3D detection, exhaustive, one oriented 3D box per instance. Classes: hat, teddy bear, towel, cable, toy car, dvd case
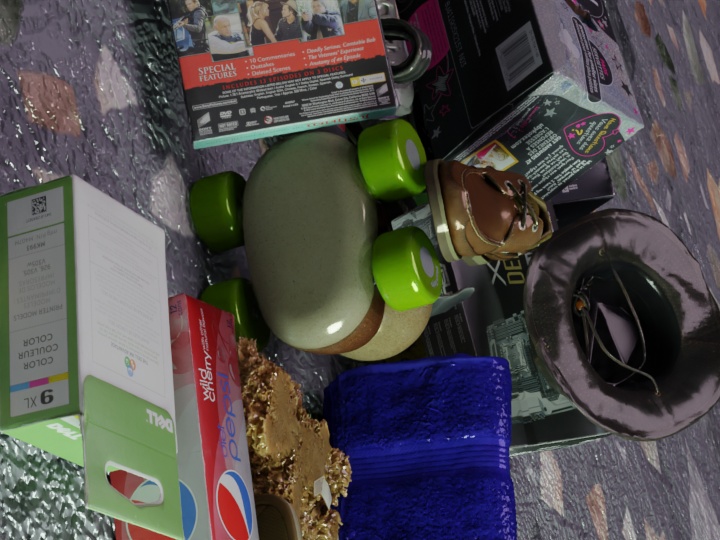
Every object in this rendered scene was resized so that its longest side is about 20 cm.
[{"bbox_3d":[0.190,0.053,1.600,0.200,0.081,0.201,15,60,-27],"label":"hat"},{"bbox_3d":[-0.060,0.132,1.403,0.200,0.067,0.145,44,46,-64],"label":"teddy bear"},{"bbox_3d":[0.038,0.157,1.488,0.050,0.148,0.200,49,35,-55],"label":"towel"},{"bbox_3d":[-0.023,-0.198,1.603,0.050,0.097,0.200,33,15,-44],"label":"cable"},{"bbox_3d":[0.000,0.000,1.476,0.200,0.164,0.158,32,46,-58],"label":"toy car"},{"bbox_3d":[-0.063,-0.191,1.434,0.022,0.146,0.200,102,-24,-75],"label":"dvd case"}]

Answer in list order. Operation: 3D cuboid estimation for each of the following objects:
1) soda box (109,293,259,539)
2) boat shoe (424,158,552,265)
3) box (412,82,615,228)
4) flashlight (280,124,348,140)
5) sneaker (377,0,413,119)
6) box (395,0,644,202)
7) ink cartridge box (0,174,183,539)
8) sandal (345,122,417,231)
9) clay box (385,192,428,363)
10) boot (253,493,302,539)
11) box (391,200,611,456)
[{"bbox_3d":[-0.109,0.120,1.256,0.063,0.070,0.200,26,52,-61],"label":"soda box"},{"bbox_3d":[0.091,-0.044,1.436,0.200,0.068,0.072,4,77,-78],"label":"boat shoe"},{"bbox_3d":[0.129,-0.122,1.852,0.200,0.104,0.182,137,-57,-71],"label":"box"},{"bbox_3d":[-0.033,-0.067,1.596,0.068,0.068,0.200,-24,103,-66],"label":"flashlight"},{"bbox_3d":[-0.004,-0.192,1.657,0.200,0.075,0.100,-114,-153,-52],"label":"sneaker"},{"bbox_3d":[0.125,-0.170,1.634,0.115,0.132,0.200,25,39,-39],"label":"box"},{"bbox_3d":[-0.158,0.057,1.193,0.104,0.059,0.200,36,44,-58],"label":"ink cartridge box"},{"bbox_3d":[-0.001,-0.054,1.680,0.201,0.057,0.080,59,27,0],"label":"sandal"},{"bbox_3d":[0.072,0.023,1.718,0.048,0.115,0.200,24,53,-64],"label":"clay box"},{"bbox_3d":[-0.040,0.250,1.335,0.155,0.072,0.200,24,62,-63],"label":"boot"},{"bbox_3d":[0.113,0.045,1.618,0.158,0.050,0.200,-1,73,-50],"label":"box"}]
